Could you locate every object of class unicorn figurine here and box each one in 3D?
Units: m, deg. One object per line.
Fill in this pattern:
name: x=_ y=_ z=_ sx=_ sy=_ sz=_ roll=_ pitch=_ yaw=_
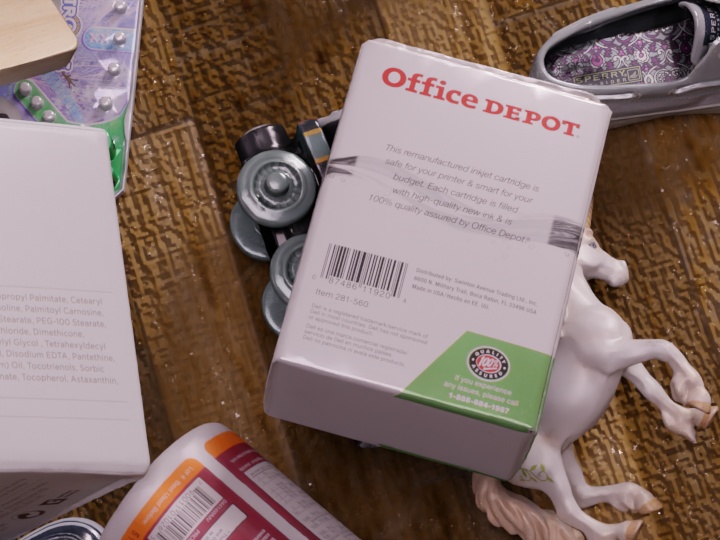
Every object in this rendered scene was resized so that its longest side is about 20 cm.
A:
unicorn figurine: x=0.129 y=0.064 z=1.690 sx=0.137 sy=0.074 sz=0.200 roll=32 pitch=81 yaw=15

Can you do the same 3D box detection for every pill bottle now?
pill bottle: x=-0.040 y=0.184 z=1.654 sx=0.200 sy=0.110 sz=0.110 roll=40 pitch=81 yaw=13

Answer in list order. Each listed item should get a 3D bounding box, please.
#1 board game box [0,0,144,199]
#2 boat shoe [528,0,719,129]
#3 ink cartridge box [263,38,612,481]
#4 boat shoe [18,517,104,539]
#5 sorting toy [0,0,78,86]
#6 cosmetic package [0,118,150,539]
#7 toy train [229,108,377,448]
board game box: x=-0.231 y=-0.145 z=1.799 sx=0.199 sy=0.026 sz=0.201 roll=3 pitch=75 yaw=6
boat shoe: x=0.194 y=-0.128 z=1.737 sx=0.200 sy=0.072 sz=0.070 roll=-14 pitch=75 yaw=1
ink cartridge box: x=0.043 y=-0.007 z=1.636 sx=0.145 sy=0.084 sz=0.201 roll=16 pitch=66 yaw=0
boat shoe: x=-0.217 y=0.210 z=1.670 sx=0.200 sy=0.091 sz=0.071 roll=-43 pitch=76 yaw=-7
sorting toy: x=-0.299 y=-0.158 z=1.721 sx=0.199 sy=0.070 sz=0.199 roll=-19 pitch=65 yaw=-37
cosmetic package: x=-0.235 y=0.035 z=1.647 sx=0.166 sy=0.167 sz=0.201 roll=4 pitch=70 yaw=-38
toy train: x=0.000 y=0.000 z=1.719 sx=0.113 sy=0.085 sz=0.201 roll=-18 pitch=72 yaw=-13
